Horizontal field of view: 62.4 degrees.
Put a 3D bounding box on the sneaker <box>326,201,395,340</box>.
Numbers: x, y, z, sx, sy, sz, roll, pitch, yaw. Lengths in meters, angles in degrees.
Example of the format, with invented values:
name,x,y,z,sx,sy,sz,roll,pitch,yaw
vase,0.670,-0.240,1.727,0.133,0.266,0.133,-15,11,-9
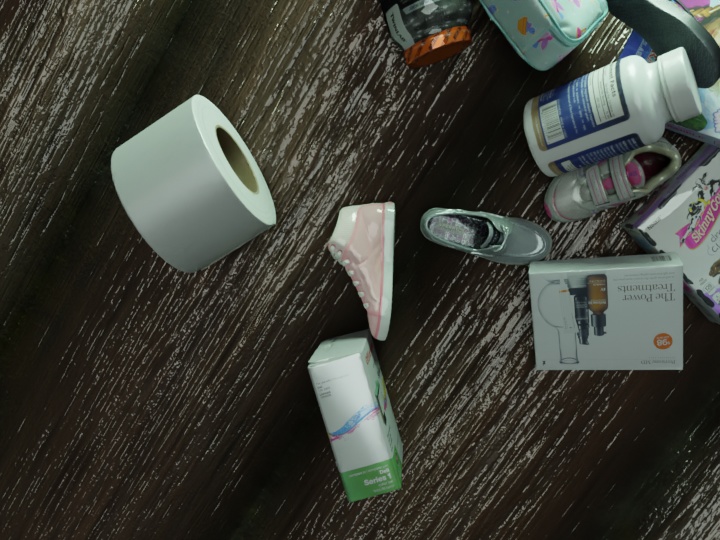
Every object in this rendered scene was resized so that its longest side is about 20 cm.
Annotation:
name,x,y,z,sx,sy,sz,roll,pitch,yaw
sneaker,0.000,0.000,0.887,0.102,0.075,0.206,1,90,1

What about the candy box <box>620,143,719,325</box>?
name,x,y,z,sx,sy,sz,roll,pitch,yaw
candy box,0.502,-0.050,0.830,0.200,0.072,0.168,45,100,-1

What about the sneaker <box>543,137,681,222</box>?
name,x,y,z,sx,sy,sz,roll,pitch,yaw
sneaker,0.351,-0.131,0.827,0.197,0.088,0.083,-29,94,9

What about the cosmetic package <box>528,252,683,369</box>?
name,x,y,z,sx,sy,sz,roll,pitch,yaw
cosmetic package,0.343,0.062,0.837,0.195,0.052,0.154,-4,110,21

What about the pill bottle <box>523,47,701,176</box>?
name,x,y,z,sx,sy,sz,roll,pitch,yaw
pill bottle,0.322,-0.205,0.770,0.197,0.110,0.114,-16,96,38

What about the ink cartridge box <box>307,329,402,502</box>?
name,x,y,z,sx,sy,sz,roll,pitch,yaw
ink cartridge box,-0.002,0.205,0.878,0.082,0.145,0.205,-16,95,7

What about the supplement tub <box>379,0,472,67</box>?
name,x,y,z,sx,sy,sz,roll,pitch,yaw
supplement tub,0.080,-0.393,0.804,0.120,0.123,0.205,-16,95,8

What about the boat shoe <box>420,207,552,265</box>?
name,x,y,z,sx,sy,sz,roll,pitch,yaw
boat shoe,0.183,-0.048,0.863,0.195,0.072,0.072,11,99,5

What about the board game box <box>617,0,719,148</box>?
name,x,y,z,sx,sy,sz,roll,pitch,yaw
board game box,0.454,-0.284,0.782,0.197,0.041,0.204,29,101,27

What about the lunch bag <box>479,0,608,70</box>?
name,x,y,z,sx,sy,sz,roll,pitch,yaw
lunch bag,0.231,-0.382,0.782,0.160,0.077,0.201,-42,96,-32

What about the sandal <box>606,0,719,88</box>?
name,x,y,z,sx,sy,sz,roll,pitch,yaw
sandal,0.392,-0.319,0.758,0.042,0.076,0.202,-31,70,-5

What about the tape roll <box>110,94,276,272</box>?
name,x,y,z,sx,sy,sz,roll,pitch,yaw
tape roll,-0.227,-0.119,0.833,0.137,0.203,0.206,-29,94,9
